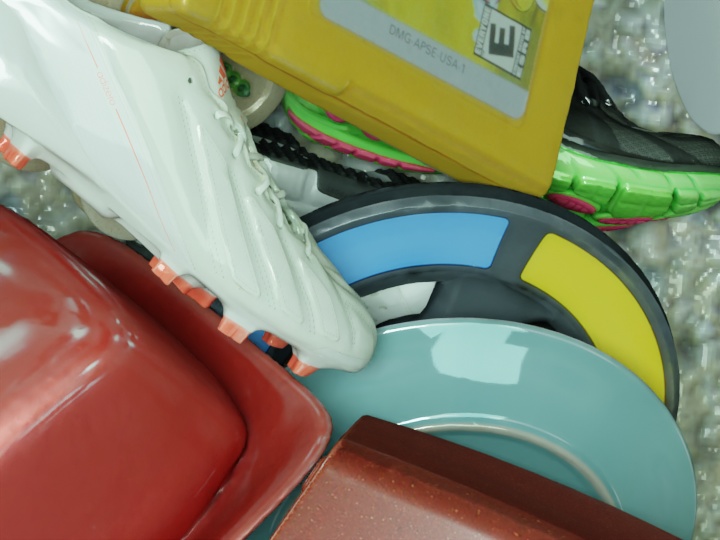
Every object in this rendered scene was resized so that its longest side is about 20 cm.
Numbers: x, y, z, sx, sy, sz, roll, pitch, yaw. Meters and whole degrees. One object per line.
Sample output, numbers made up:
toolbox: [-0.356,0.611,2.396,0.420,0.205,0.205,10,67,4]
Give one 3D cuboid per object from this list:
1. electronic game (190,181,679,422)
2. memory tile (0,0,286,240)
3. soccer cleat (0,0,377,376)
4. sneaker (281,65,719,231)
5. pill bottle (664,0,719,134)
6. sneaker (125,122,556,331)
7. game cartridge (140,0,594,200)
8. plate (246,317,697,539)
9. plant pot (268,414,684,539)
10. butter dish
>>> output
electronic game: [0.024,0.054,1.120,0.199,0.042,0.201,-4,124,-6]
memory tile: [-0.092,-0.109,1.022,0.153,0.017,0.200,-46,130,3]
soccer cleat: [-0.059,-0.038,1.011,0.200,0.069,0.078,39,90,-22]
sneaker: [0.066,-0.070,1.153,0.199,0.077,0.084,18,74,-25]
pill bottle: [0.229,-0.107,1.180,0.199,0.111,0.112,-8,93,-16]
sneaker: [0.000,0.000,1.148,0.199,0.074,0.080,19,101,-11]
game cartridge: [0.018,-0.138,1.042,0.200,0.032,0.177,25,74,-47]
plate: [0.032,0.104,1.116,0.199,0.026,0.201,-3,126,-4]
plant pot: [0.030,0.156,0.999,0.176,0.200,0.200,35,93,3]
butter dish: [-0.148,0.049,1.018,0.200,0.199,0.148,-44,131,-10]
